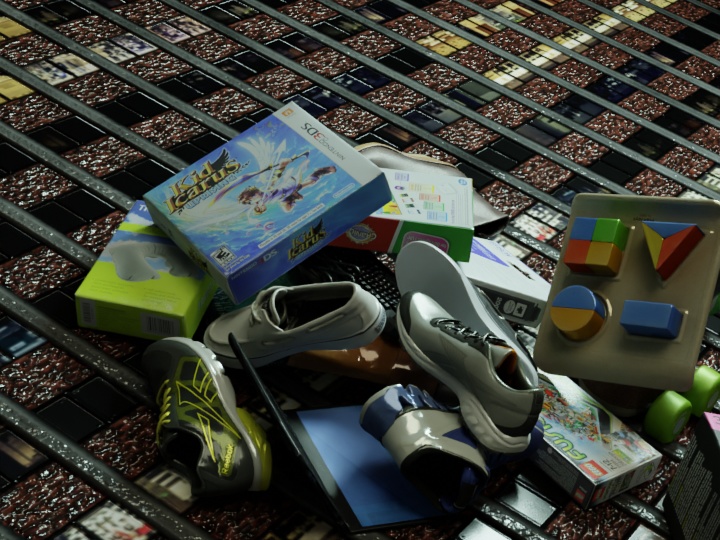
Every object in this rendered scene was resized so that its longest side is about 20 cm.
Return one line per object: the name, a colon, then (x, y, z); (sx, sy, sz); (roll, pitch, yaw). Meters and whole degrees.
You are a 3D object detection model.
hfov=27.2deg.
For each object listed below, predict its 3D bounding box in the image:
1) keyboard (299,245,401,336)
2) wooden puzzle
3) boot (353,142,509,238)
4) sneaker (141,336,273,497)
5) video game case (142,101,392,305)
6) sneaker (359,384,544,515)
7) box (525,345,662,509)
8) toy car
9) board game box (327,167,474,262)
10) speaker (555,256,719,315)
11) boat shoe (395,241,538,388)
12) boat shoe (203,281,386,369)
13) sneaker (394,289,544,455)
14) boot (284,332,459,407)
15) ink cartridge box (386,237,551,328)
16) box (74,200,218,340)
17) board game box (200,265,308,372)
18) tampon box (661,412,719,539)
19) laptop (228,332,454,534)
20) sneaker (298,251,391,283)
keyboard: (0.000, 0.000, 1.574); (0.104, 0.040, 0.200); (-10, 38, -38)
wooden puzzle: (0.275, 0.015, 1.550); (0.184, 0.201, 0.046); (5, -15, 37)
boot: (0.071, -0.093, 1.851); (0.199, 0.073, 0.166); (-9, 37, -41)
sneaker: (-0.159, 0.133, 1.388); (0.084, 0.075, 0.200); (-12, 41, -37)
video game case: (-0.099, -0.076, 1.547); (0.200, 0.046, 0.181); (-34, 44, -16)
sneaker: (0.098, 0.181, 1.420); (0.199, 0.081, 0.115); (11, 37, -37)
box: (0.204, 0.160, 1.552); (0.110, 0.035, 0.200); (-15, 43, -40)
toy car: (0.322, 0.052, 1.617); (0.164, 0.201, 0.157); (34, 36, 27)
board game box: (0.024, -0.069, 1.638); (0.199, 0.041, 0.153); (7, 24, 1)
speaker: (0.339, 0.012, 1.798); (0.199, 0.089, 0.089); (4, 33, -19)
boat shoe: (0.114, 0.051, 1.526); (0.200, 0.070, 0.066); (47, 16, 9)
boat shoe: (-0.075, 0.047, 1.449); (0.199, 0.066, 0.072); (-5, 52, 30)
sneaker: (0.108, 0.083, 1.420); (0.074, 0.080, 0.200); (-2, 40, -44)
boot: (0.009, 0.065, 1.572); (0.199, 0.069, 0.189); (15, 37, -12)
ink cartridge box: (0.124, -0.001, 1.693); (0.199, 0.044, 0.198); (15, 16, -33)
box: (-0.207, -0.007, 1.576); (0.121, 0.048, 0.200); (10, 38, 10)
board game box: (-0.112, 0.036, 1.608); (0.135, 0.028, 0.200); (-1, 36, -25)
tampon box: (0.394, 0.251, 1.407); (0.149, 0.127, 0.200); (10, 31, -11)
laptop: (-0.017, 0.148, 1.402); (0.103, 0.200, 0.177); (-32, 44, -4)
sneaker: (-0.036, -0.032, 1.717); (0.084, 0.075, 0.200); (-3, 42, -41)
